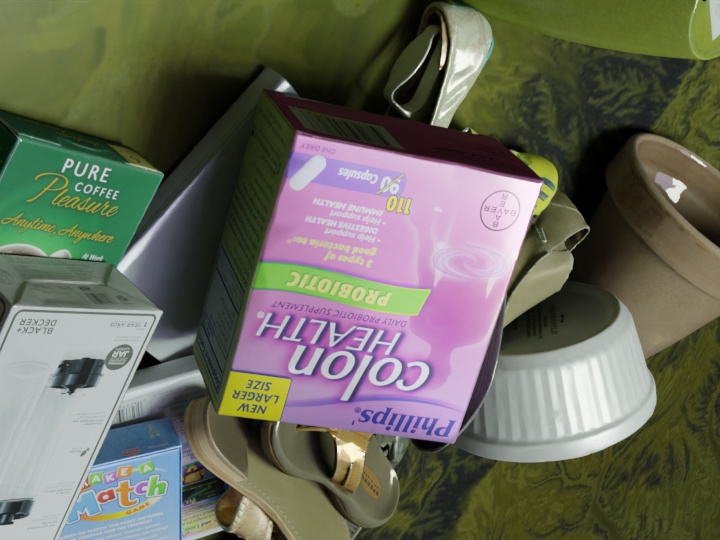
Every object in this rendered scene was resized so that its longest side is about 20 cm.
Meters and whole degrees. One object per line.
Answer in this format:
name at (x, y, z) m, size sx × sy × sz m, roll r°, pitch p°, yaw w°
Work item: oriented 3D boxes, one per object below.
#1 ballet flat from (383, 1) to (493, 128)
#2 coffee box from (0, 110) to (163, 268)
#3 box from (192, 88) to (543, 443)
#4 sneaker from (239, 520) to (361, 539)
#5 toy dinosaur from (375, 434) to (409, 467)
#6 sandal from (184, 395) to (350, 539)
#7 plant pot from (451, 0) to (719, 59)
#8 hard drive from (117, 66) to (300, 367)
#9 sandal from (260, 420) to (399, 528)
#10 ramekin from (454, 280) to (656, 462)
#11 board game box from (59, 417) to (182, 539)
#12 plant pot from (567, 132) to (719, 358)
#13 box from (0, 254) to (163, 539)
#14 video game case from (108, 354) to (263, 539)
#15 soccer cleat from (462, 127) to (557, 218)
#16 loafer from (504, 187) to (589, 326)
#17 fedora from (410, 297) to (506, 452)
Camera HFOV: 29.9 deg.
ballet flat at (0.031, -0.108, 1.006) m, size 0.062 × 0.067 × 0.200 m, roll 15°, pitch 102°, yaw -44°
coffee box at (-0.215, 0.006, 0.828) m, size 0.123 × 0.044 × 0.200 m, roll 10°, pitch 112°, yaw -52°
box at (0.000, 0.000, 0.912) m, size 0.176 × 0.097 × 0.200 m, roll 10°, pitch 110°, yaw -21°
sneaker at (-0.052, 0.212, 1.183) m, size 0.075 × 0.106 × 0.200 m, roll 27°, pitch 131°, yaw -19°
toy dinosaur at (0.023, 0.157, 1.213) m, size 0.088 × 0.047 × 0.200 m, roll -62°, pitch 172°, yaw 19°
sandal at (-0.086, 0.165, 1.019) m, size 0.070 × 0.078 × 0.212 m, roll -16°, pitch 135°, yaw 24°
plant pot at (0.182, -0.232, 0.946) m, size 0.187 × 0.200 × 0.187 m, roll -30°, pitch 139°, yaw -30°
hard drive at (-0.098, -0.031, 0.951) m, size 0.200 × 0.026 × 0.132 m, roll -49°, pitch 146°, yaw -5°
sandal at (-0.009, 0.139, 1.026) m, size 0.200 × 0.054 × 0.080 m, roll 51°, pitch 52°, yaw -45°
ramekin at (0.159, 0.082, 1.212) m, size 0.202 × 0.202 × 0.094 m, roll -26°, pitch 116°, yaw -34°
board game box at (-0.205, 0.203, 0.981) m, size 0.151 × 0.037 × 0.200 m, roll -10°, pitch 132°, yaw -20°
plant pot at (0.283, -0.005, 1.303) m, size 0.200 × 0.200 × 0.175 m, roll 1°, pitch 136°, yaw -50°
box at (-0.214, 0.091, 0.813) m, size 0.117 × 0.060 × 0.200 m, roll 3°, pitch 118°, yaw -51°
video game case at (-0.138, 0.140, 1.013) m, size 0.200 × 0.024 × 0.182 m, roll -15°, pitch 133°, yaw -21°
soccer cleat at (0.102, -0.079, 1.111) m, size 0.200 × 0.065 × 0.084 m, roll -15°, pitch 124°, yaw -43°
loafer at (0.145, -0.001, 1.167) m, size 0.200 × 0.067 × 0.076 m, roll -56°, pitch 172°, yaw -35°
fedora at (0.040, 0.052, 1.081) m, size 0.200 × 0.090 × 0.177 m, roll 144°, pitch -43°, yaw -75°
